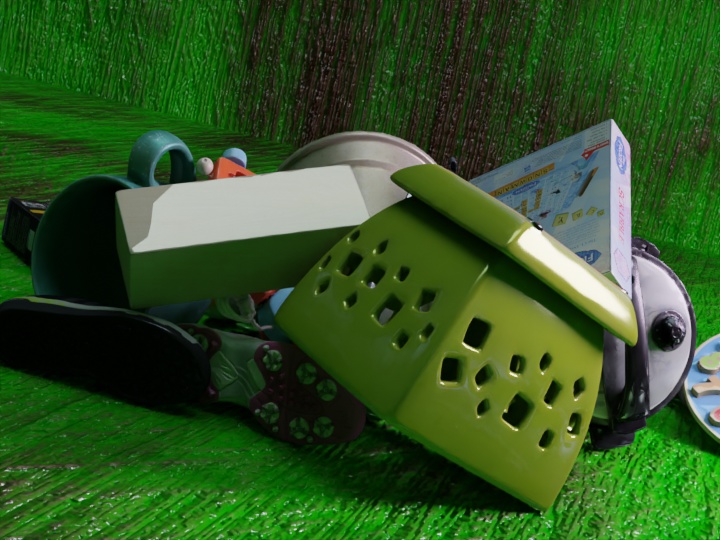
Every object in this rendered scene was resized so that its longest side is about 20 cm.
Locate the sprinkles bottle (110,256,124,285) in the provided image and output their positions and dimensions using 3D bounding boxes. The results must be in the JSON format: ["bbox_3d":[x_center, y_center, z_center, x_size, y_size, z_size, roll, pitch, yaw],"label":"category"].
[{"bbox_3d":[-0.205,0.008,1.599,0.067,0.069,0.200,14,9,9],"label":"sprinkles bottle"}]

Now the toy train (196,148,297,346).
[{"bbox_3d":[-0.091,-0.007,1.400,0.149,0.056,0.202,24,41,-27],"label":"toy train"}]

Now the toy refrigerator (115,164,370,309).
[{"bbox_3d":[-0.097,-0.027,1.304,0.197,0.070,0.076,-8,46,-16],"label":"toy refrigerator"}]

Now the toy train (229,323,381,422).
[{"bbox_3d":[-0.038,0.092,1.433,0.198,0.042,0.056,20,1,33],"label":"toy train"}]

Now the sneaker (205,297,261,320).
[{"bbox_3d":[-0.088,0.023,1.671,0.091,0.077,0.200,21,13,21],"label":"sneaker"}]

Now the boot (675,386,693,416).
[{"bbox_3d":[0.427,0.137,1.716,0.198,0.071,0.132,17,4,-4],"label":"boot"}]

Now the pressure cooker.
[{"bbox_3d":[0.216,0.054,1.491,0.176,0.179,0.200,42,-9,-15],"label":"pressure cooker"}]

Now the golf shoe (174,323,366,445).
[{"bbox_3d":[-0.069,0.088,1.308,0.198,0.076,0.091,20,8,30],"label":"golf shoe"}]

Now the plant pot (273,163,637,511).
[{"bbox_3d":[0.084,0.040,1.249,0.198,0.182,0.200,33,3,-37],"label":"plant pot"}]

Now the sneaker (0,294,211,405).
[{"bbox_3d":[-0.207,0.052,1.307,0.198,0.073,0.083,15,16,13],"label":"sneaker"}]

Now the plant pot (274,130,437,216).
[{"bbox_3d":[0.000,0.000,1.548,0.198,0.202,0.184,11,36,-10],"label":"plant pot"}]

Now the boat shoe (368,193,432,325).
[{"bbox_3d":[0.041,0.016,1.404,0.069,0.201,0.071,25,-35,-2],"label":"boat shoe"}]

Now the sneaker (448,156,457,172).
[{"bbox_3d":[0.043,-0.075,1.657,0.199,0.140,0.078,35,28,-24],"label":"sneaker"}]

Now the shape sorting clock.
[{"bbox_3d":[0.424,0.124,1.602,0.197,0.040,0.201,5,38,-4],"label":"shape sorting clock"}]

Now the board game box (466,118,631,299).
[{"bbox_3d":[0.149,-0.024,1.440,0.198,0.201,0.041,-22,-53,29],"label":"board game box"}]

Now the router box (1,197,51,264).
[{"bbox_3d":[-0.278,-0.029,1.761,0.198,0.053,0.157,7,10,-29],"label":"router box"}]

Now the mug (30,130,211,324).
[{"bbox_3d":[-0.190,-0.014,1.419,0.114,0.184,0.153,2,57,-58],"label":"mug"}]
